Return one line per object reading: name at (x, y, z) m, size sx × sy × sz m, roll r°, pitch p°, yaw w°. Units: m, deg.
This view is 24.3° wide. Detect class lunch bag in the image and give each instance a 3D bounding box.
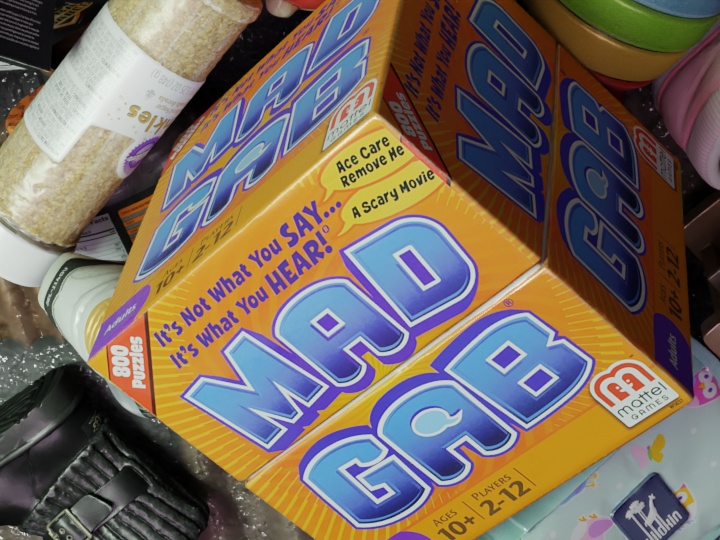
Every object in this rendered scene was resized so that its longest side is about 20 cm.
lunch bag at (0.143, 0.125, 0.949) m, size 0.170 × 0.200 × 0.122 m, roll -42°, pitch 71°, yaw -4°

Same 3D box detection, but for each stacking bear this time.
stacking bear at (0.136, -0.147, 0.900) m, size 0.121 × 0.114 × 0.200 m, roll 25°, pitch 127°, yaw -5°

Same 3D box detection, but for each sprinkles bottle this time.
sprinkles bottle at (-0.136, -0.084, 0.884) m, size 0.068 × 0.068 × 0.200 m, roll 37°, pitch 108°, yaw -12°

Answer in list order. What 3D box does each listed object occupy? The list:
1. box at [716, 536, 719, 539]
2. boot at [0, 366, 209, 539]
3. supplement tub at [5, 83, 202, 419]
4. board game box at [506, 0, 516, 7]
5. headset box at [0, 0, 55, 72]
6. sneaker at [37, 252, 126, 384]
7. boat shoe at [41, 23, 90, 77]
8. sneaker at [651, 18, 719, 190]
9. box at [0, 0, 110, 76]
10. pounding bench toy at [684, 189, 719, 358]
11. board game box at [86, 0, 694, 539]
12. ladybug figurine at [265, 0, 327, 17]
box at (0.244, 0.165, 1.099) m, size 0.200 × 0.051 × 0.158 m, roll -21°, pitch 116°, yaw 21°
boot at (-0.227, 0.178, 1.177) m, size 0.211 × 0.079 × 0.158 m, roll -32°, pitch 111°, yaw 25°
supplement tub at (-0.129, -0.021, 1.012) m, size 0.122 × 0.123 × 0.200 m, roll -12°, pitch 117°, yaw 17°
board game box at (0.089, -0.237, 0.852) m, size 0.048 × 0.102 × 0.200 m, roll 19°, pitch 123°, yaw 0°
headset box at (-0.243, -0.204, 0.850) m, size 0.174 × 0.093 × 0.200 m, roll 3°, pitch 86°, yaw 30°
sneaker at (-0.093, 0.032, 0.935) m, size 0.200 × 0.088 × 0.076 m, roll 28°, pitch 92°, yaw -52°
boat shoe at (-0.116, -0.184, 0.928) m, size 0.072 × 0.068 × 0.200 m, roll 35°, pitch 109°, yaw -25°
sneaker at (0.239, -0.123, 0.884) m, size 0.075 × 0.105 × 0.200 m, roll 21°, pitch 127°, yaw -26°
box at (-0.239, -0.178, 0.926) m, size 0.200 × 0.049 × 0.160 m, roll -25°, pitch 76°, yaw 26°
pounding bench toy at (0.293, 0.028, 0.941) m, size 0.124 × 0.156 × 0.200 m, roll -41°, pitch 107°, yaw 21°
board game box at (0.022, -0.007, 0.832) m, size 0.200 × 0.200 × 0.200 m, roll 40°, pitch 122°, yaw -20°
ladybug figurine at (-0.013, -0.225, 0.858) m, size 0.135 × 0.072 × 0.200 m, roll 17°, pitch 106°, yaw 4°
